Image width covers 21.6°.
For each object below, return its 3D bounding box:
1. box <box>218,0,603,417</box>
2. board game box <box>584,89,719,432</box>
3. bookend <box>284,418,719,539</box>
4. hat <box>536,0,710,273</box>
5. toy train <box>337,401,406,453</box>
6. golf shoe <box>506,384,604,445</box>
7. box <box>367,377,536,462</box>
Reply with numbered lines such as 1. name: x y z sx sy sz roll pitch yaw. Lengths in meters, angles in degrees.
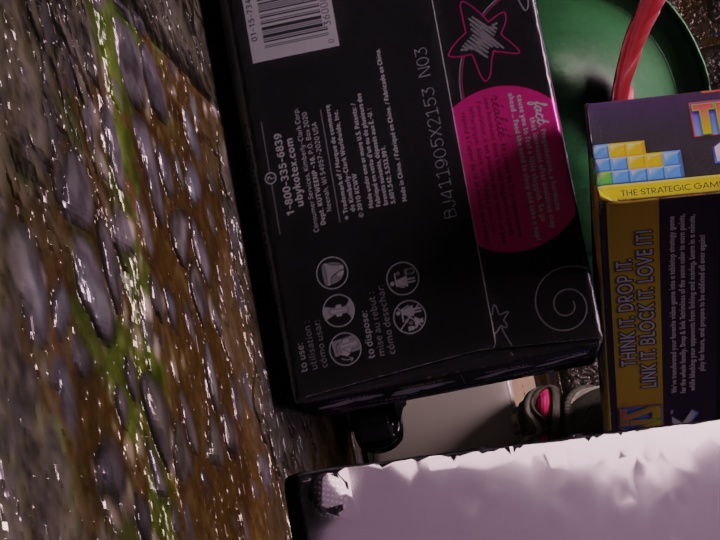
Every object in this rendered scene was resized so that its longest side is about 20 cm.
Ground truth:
1. box: 0.021 -0.049 0.806 0.115 0.131 0.202 51 28 -80
2. board game box: 0.180 0.007 0.787 0.201 0.164 0.057 79 9 -51
3. bookend: 0.018 0.115 0.599 0.200 0.197 0.093 -25 -108 53
4. hat: 0.083 -0.068 0.888 0.176 0.164 0.202 -46 139 -73
5. toy train: 0.000 0.000 0.932 0.046 0.034 0.201 72 10 -56
6. golf shoe: 0.113 0.136 0.859 0.077 0.087 0.201 53 33 -50
7. box: 0.057 0.098 1.021 0.200 0.077 0.096 -8 86 -82
